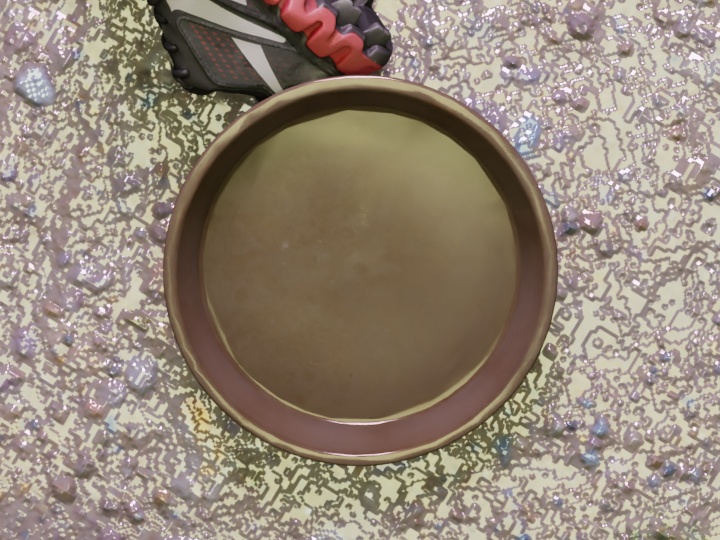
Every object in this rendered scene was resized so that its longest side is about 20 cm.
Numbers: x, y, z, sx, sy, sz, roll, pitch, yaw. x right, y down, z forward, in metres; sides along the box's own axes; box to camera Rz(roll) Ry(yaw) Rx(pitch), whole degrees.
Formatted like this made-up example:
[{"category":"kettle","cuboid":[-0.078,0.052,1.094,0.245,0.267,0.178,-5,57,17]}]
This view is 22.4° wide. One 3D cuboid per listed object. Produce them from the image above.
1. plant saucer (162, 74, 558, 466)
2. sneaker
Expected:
[{"category":"plant saucer","cuboid":[0.000,0.000,0.920,0.199,0.029,0.201,0,103,-1]},{"category":"sneaker","cuboid":[-0.079,-0.142,0.885,0.098,0.071,0.200,-41,123,19]}]
